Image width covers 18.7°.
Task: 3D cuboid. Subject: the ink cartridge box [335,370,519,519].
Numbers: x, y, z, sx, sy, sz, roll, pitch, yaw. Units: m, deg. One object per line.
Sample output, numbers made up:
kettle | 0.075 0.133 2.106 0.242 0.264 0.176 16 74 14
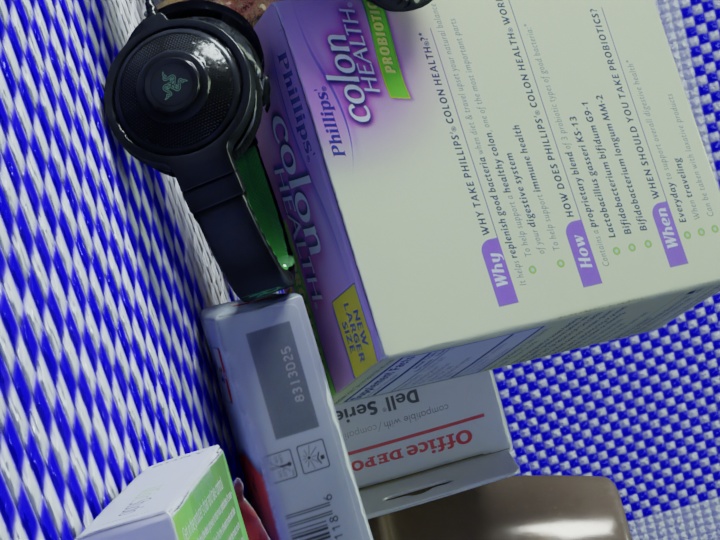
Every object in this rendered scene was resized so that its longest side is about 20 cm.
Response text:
ink cartridge box | 0.015 0.069 1.218 0.200 0.116 0.068 -115 -170 -76

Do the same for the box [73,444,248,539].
box | -0.042 0.166 0.719 0.144 0.036 0.201 -45 121 -86

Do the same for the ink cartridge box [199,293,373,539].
ink cartridge box | -0.044 0.093 1.073 0.200 0.050 0.163 171 -97 -76

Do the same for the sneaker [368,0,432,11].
sneaker | -0.054 -0.189 1.001 0.200 0.060 0.104 43 -25 -21

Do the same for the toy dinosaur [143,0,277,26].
toy dinosaur | -0.071 -0.125 1.183 0.136 0.085 0.201 -76 170 -61

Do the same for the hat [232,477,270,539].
hat | -0.016 0.231 0.819 0.175 0.166 0.200 29 24 -18

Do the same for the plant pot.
plant pot | 0.075 0.194 1.249 0.200 0.174 0.201 -14 90 -87

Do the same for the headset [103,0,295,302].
headset | -0.063 -0.087 0.964 0.124 0.094 0.201 -92 159 -76

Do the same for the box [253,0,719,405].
box | 0.058 -0.047 1.056 0.097 0.199 0.177 -41 -116 63
